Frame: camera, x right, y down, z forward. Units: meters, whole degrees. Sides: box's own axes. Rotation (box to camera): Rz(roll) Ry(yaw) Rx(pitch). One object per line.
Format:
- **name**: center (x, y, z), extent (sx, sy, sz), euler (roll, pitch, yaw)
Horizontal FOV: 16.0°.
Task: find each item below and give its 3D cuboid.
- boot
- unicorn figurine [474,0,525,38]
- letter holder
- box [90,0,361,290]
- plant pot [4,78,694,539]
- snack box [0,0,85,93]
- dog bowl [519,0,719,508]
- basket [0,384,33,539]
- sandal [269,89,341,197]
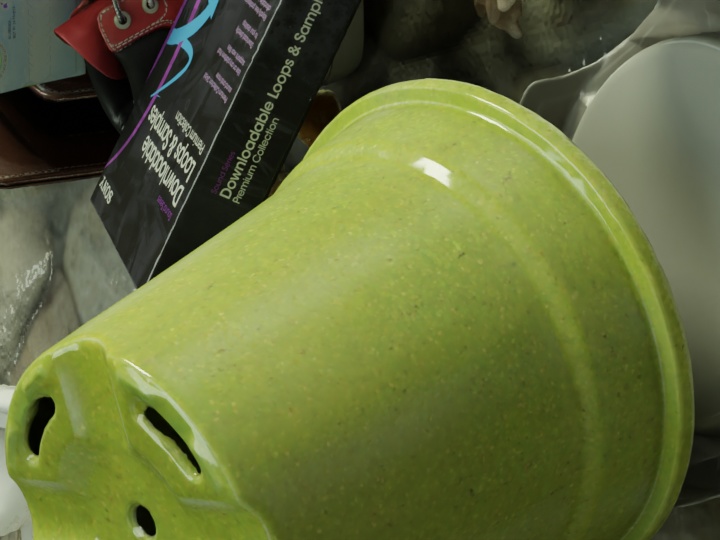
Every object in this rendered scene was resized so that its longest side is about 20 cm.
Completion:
- **boot**: center (-0.071, -0.159, 1.132), extent (0.072, 0.144, 0.201), euler (34, 134, 47)
- **unicorn figurine**: center (0.035, -0.203, 1.035), extent (0.201, 0.074, 0.137), euler (58, 176, 11)
- **letter holder**: center (-0.165, -0.142, 1.304), extent (0.200, 0.141, 0.101), euler (52, 143, 43)
- **box**: center (-0.048, -0.092, 1.055), extent (0.201, 0.036, 0.143), euler (-65, 20, 10)
- **plant pot**: center (-0.017, 0.054, 0.907), extent (0.200, 0.184, 0.201), euler (24, 126, 38)
- **snack box**: center (-0.183, -0.208, 1.165), extent (0.169, 0.067, 0.200), euler (98, 151, -51)
- **dog bowl**: center (0.132, -0.013, 0.951), extent (0.200, 0.058, 0.201), euler (0, 89, 55)
- **basket**: center (-0.092, 0.154, 1.187), extent (0.200, 0.160, 0.199), euler (3, 92, 55)
- **sandal**: center (-0.018, -0.045, 1.167), extent (0.211, 0.077, 0.070), euler (33, 110, 43)
